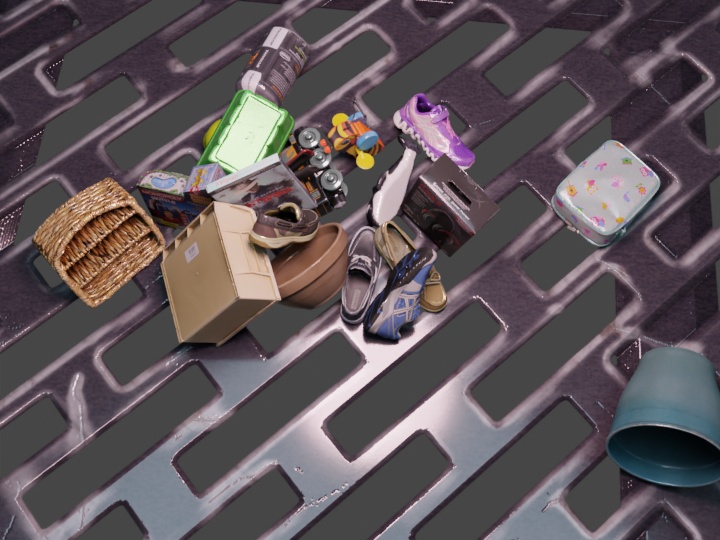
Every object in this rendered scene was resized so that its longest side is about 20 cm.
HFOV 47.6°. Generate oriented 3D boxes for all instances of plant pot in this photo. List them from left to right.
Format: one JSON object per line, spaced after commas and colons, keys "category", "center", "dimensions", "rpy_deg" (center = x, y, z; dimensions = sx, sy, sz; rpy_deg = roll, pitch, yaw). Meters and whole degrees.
{"category": "plant pot", "center": [-0.093, 0.007, 1.538], "dimensions": [0.201, 0.201, 0.093], "rpy_deg": [-43, 112, -16]}
{"category": "plant pot", "center": [0.546, 0.247, 1.435], "dimensions": [0.199, 0.201, 0.189], "rpy_deg": [18, 54, 6]}

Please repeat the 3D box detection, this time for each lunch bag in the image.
{"category": "lunch bag", "center": [0.493, -0.150, 1.641], "dimensions": [0.200, 0.077, 0.160], "rpy_deg": [-41, 76, -15]}

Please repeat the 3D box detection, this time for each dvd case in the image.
{"category": "dvd case", "center": [-0.179, -0.137, 1.514], "dimensions": [0.145, 0.200, 0.022], "rpy_deg": [-22, 64, 8]}

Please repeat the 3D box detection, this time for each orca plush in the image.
{"category": "orca plush", "center": [0.048, -0.178, 1.649], "dimensions": [0.071, 0.105, 0.201], "rpy_deg": [7, 77, 39]}

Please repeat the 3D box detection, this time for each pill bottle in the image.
{"category": "pill bottle", "center": [-0.195, -0.403, 1.714], "dimensions": [0.106, 0.106, 0.201], "rpy_deg": [23, 70, 8]}

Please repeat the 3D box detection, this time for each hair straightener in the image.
{"category": "hair straightener", "center": [-0.160, -0.155, 1.605], "dimensions": [0.199, 0.041, 0.077], "rpy_deg": [-31, 68, 24]}

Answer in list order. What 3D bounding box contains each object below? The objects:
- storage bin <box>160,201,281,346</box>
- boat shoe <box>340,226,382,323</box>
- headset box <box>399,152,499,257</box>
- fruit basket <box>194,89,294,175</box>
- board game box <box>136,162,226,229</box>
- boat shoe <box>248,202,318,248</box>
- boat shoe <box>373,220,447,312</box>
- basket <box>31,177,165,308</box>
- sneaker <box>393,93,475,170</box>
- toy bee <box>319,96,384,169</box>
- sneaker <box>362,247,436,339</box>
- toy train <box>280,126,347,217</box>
{"category": "storage bin", "center": [-0.265, 0.008, 1.497], "dimensions": [0.093, 0.200, 0.200], "rpy_deg": [4, 60, -45]}
{"category": "boat shoe", "center": [0.000, 0.000, 1.579], "dimensions": [0.071, 0.068, 0.201], "rpy_deg": [13, 69, 4]}
{"category": "headset box", "center": [0.168, -0.123, 1.547], "dimensions": [0.075, 0.200, 0.149], "rpy_deg": [-43, 87, -16]}
{"category": "fruit basket", "center": [-0.239, -0.248, 1.622], "dimensions": [0.155, 0.216, 0.217], "rpy_deg": [28, 70, -8]}
{"category": "board game box", "center": [-0.314, -0.140, 1.557], "dimensions": [0.198, 0.200, 0.062], "rpy_deg": [14, 65, 5]}
{"category": "boat shoe", "center": [-0.129, -0.091, 1.493], "dimensions": [0.071, 0.201, 0.066], "rpy_deg": [31, 116, 18]}
{"category": "boat shoe", "center": [0.100, -0.007, 1.569], "dimensions": [0.073, 0.063, 0.201], "rpy_deg": [-33, 88, -15]}
{"category": "basket", "center": [-0.496, -0.057, 1.554], "dimensions": [0.200, 0.143, 0.149], "rpy_deg": [-41, 74, -15]}
{"category": "sneaker", "center": [0.160, -0.289, 1.674], "dimensions": [0.200, 0.089, 0.080], "rpy_deg": [43, 42, 13]}
{"category": "toy bee", "center": [-0.027, -0.271, 1.629], "dimensions": [0.108, 0.200, 0.131], "rpy_deg": [-31, 50, 6]}
{"category": "sneaker", "center": [0.085, 0.043, 1.530], "dimensions": [0.077, 0.076, 0.201], "rpy_deg": [30, 110, -17]}
{"category": "toy train", "center": [-0.105, -0.197, 1.652], "dimensions": [0.113, 0.085, 0.201], "rpy_deg": [-28, 71, -1]}
